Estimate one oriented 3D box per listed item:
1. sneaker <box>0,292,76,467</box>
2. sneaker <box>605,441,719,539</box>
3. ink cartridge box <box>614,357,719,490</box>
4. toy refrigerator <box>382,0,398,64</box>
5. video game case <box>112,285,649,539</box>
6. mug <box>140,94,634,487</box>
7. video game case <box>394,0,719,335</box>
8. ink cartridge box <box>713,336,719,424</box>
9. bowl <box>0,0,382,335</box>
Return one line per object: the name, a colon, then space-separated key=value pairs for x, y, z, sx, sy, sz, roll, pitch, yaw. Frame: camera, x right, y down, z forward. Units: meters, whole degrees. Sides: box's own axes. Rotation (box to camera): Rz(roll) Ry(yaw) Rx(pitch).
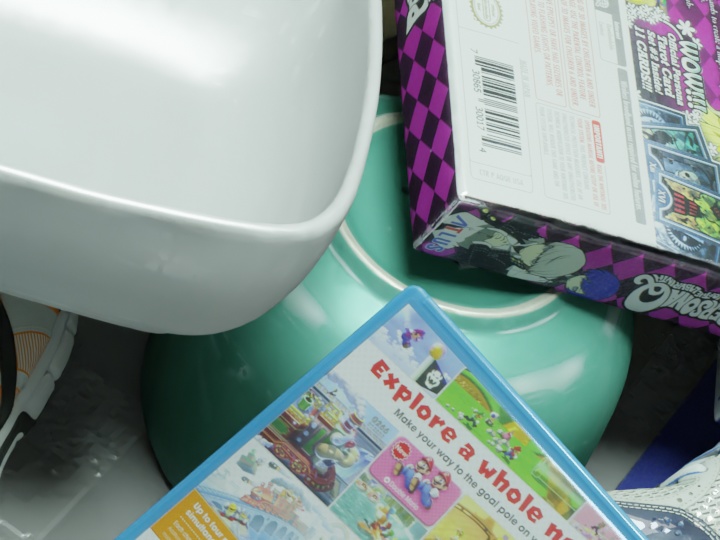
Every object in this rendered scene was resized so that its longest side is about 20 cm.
sneaker: x=-0.136 y=0.026 z=0.853 sx=0.073 sy=0.080 sz=0.201 roll=-6 pitch=44 yaw=10
sneaker: x=0.134 y=0.070 z=0.882 sx=0.199 sy=0.077 sz=0.086 roll=2 pitch=75 yaw=-26
ink cartridge box: x=0.191 y=0.105 z=0.968 sx=0.200 sy=0.047 sz=0.198 roll=37 pitch=48 yaw=8
toy refrigerator: x=0.036 y=-0.135 z=1.072 sx=0.199 sy=0.070 sz=0.076 roll=-27 pitch=88 yaw=-29
video game case: x=-0.014 y=0.119 z=0.810 sx=0.200 sy=0.018 sz=0.143 roll=-41 pitch=69 yaw=-4
mug: x=0.000 y=0.009 z=0.922 sx=0.184 sy=0.115 sz=0.152 roll=30 pitch=46 yaw=4
video game case: x=0.095 y=-0.074 z=0.927 sx=0.180 sy=0.036 sz=0.201 roll=15 pitch=51 yaw=-25
ink cartridge box: x=0.181 y=-0.021 z=0.999 sx=0.094 sy=0.044 sz=0.201 roll=21 pitch=50 yaw=-13
bowl: x=-0.098 y=-0.060 z=0.841 sx=0.199 sy=0.075 sz=0.200 roll=17 pitch=35 yaw=-8
